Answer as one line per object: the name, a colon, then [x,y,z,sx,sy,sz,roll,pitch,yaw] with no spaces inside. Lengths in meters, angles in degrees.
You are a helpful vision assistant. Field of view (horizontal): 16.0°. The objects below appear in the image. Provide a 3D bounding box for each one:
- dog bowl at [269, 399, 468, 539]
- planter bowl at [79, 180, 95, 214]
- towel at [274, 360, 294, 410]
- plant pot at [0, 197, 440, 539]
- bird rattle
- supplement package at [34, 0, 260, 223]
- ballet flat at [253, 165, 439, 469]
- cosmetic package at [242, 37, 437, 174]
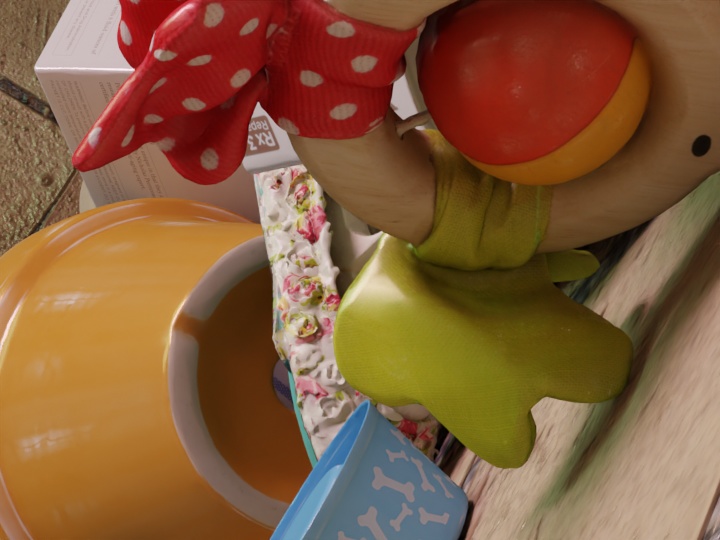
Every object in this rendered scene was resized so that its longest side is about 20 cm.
dog bowl: [-0.028,0.143,0.872,0.200,0.049,0.111,-60,3,-10]
planter bowl: [-0.053,0.012,1.412,0.200,0.199,0.135,124,148,-45]
towel: [-0.050,0.053,1.241,0.024,0.147,0.200,-23,30,50]
plant pot: [-0.061,0.059,1.092,0.183,0.200,0.201,-18,39,60]
bird rattle: [0.024,-0.054,0.711,0.163,0.200,0.113,-26,33,22]
supplement package: [-0.027,-0.088,1.194,0.120,0.199,0.122,70,-148,-43]
ballet flat: [0.000,0.000,0.982,0.064,0.201,0.075,-24,-19,33]
cosmetic package: [0.044,-0.108,0.916,0.101,0.074,0.200,-10,15,47]
